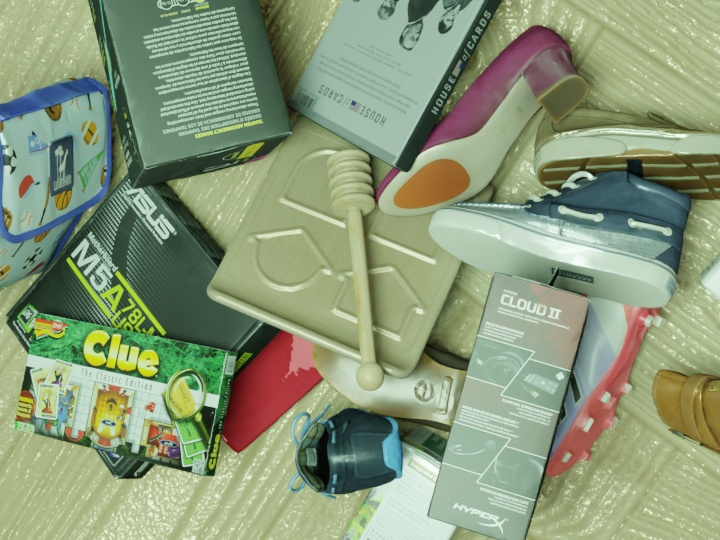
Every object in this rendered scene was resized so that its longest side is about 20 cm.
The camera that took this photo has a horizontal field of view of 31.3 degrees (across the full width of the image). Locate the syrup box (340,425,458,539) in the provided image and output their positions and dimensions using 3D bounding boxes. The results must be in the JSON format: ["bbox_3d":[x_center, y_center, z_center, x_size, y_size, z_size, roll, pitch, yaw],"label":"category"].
[{"bbox_3d":[0.026,0.241,1.098,0.081,0.079,0.201,30,100,11],"label":"syrup box"}]

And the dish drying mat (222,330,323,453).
[{"bbox_3d":[-0.063,0.072,1.142,0.200,0.018,0.077,-43,82,12],"label":"dish drying mat"}]

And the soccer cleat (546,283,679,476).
[{"bbox_3d":[0.190,0.073,1.063,0.076,0.066,0.202,32,103,32],"label":"soccer cleat"}]

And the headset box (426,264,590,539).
[{"bbox_3d":[0.116,0.094,0.968,0.076,0.149,0.202,16,86,9],"label":"headset box"}]

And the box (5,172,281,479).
[{"bbox_3d":[-0.196,0.046,1.131,0.193,0.047,0.200,-46,67,13],"label":"box"}]

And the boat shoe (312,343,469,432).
[{"bbox_3d":[0.055,0.098,1.086,0.198,0.070,0.071,21,88,9],"label":"boat shoe"}]

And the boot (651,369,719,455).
[{"bbox_3d":[0.326,0.145,1.018,0.154,0.201,0.074,8,52,42],"label":"boot"}]

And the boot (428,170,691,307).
[{"bbox_3d":[0.159,-0.039,1.022,0.198,0.073,0.091,16,68,10],"label":"boot"}]

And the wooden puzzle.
[{"bbox_3d":[-0.006,-0.020,1.076,0.183,0.046,0.201,22,65,11],"label":"wooden puzzle"}]

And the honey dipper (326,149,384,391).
[{"bbox_3d":[0.000,0.000,1.023,0.038,0.038,0.202,-12,66,14],"label":"honey dipper"}]

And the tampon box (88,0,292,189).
[{"bbox_3d":[-0.148,-0.185,1.061,0.125,0.150,0.203,-14,91,-13],"label":"tampon box"}]

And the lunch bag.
[{"bbox_3d":[-0.306,-0.069,1.091,0.124,0.170,0.201,41,118,6],"label":"lunch bag"}]

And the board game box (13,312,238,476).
[{"bbox_3d":[-0.202,0.103,1.090,0.198,0.023,0.106,8,84,24],"label":"board game box"}]

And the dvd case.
[{"bbox_3d":[0.034,-0.196,1.052,0.150,0.025,0.202,33,97,43],"label":"dvd case"}]

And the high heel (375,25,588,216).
[{"bbox_3d":[0.091,-0.123,1.063,0.199,0.097,0.068,-30,130,8],"label":"high heel"}]

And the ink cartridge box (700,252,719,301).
[{"bbox_3d":[0.384,-0.018,0.992,0.145,0.084,0.200,43,102,7],"label":"ink cartridge box"}]

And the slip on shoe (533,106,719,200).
[{"bbox_3d":[0.240,-0.100,1.037,0.197,0.076,0.061,0,61,12],"label":"slip on shoe"}]

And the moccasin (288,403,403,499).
[{"bbox_3d":[-0.023,0.144,1.047,0.067,0.200,0.082,-5,77,-16],"label":"moccasin"}]
